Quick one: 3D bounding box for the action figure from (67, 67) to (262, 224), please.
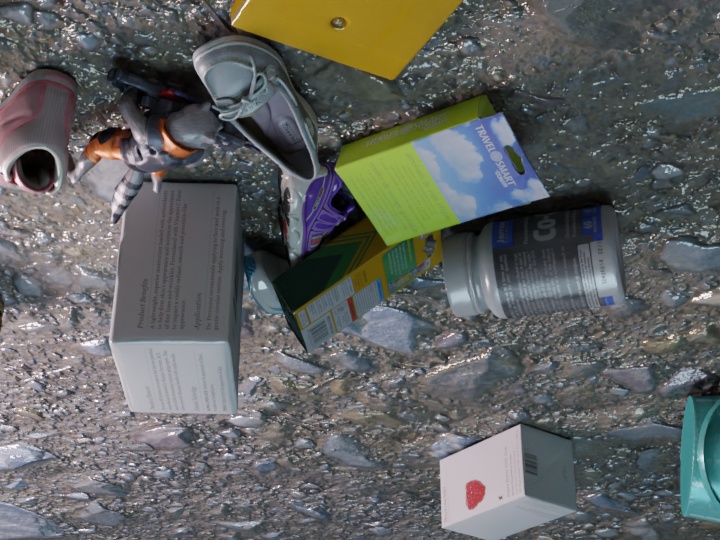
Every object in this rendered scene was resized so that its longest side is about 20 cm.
[{"bbox_3d":[-0.189,-0.117,1.387,0.198,0.106,0.193,19,155,-29],"label":"action figure"}]

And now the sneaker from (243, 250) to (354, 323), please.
[{"bbox_3d":[-0.069,0.019,1.669,0.080,0.077,0.199,-25,149,24],"label":"sneaker"}]

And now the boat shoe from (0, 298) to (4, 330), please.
[{"bbox_3d":[-0.505,0.034,1.693,0.071,0.069,0.200,-9,149,19],"label":"boat shoe"}]

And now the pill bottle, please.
[{"bbox_3d":[0.199,-0.006,1.569,0.197,0.115,0.114,-8,150,14],"label":"pill bottle"}]

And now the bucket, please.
[{"bbox_3d":[0.543,0.276,1.999,0.133,0.210,0.208,3,152,8],"label":"bucket"}]

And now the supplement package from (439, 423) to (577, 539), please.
[{"bbox_3d":[0.234,0.345,2.199,0.119,0.123,0.199,20,145,-32],"label":"supplement package"}]

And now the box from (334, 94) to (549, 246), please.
[{"bbox_3d":[0.087,-0.104,1.427,0.198,0.048,0.122,-16,127,28],"label":"box"}]

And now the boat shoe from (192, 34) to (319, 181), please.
[{"bbox_3d":[-0.094,-0.158,1.332,0.074,0.065,0.202,-24,147,11],"label":"boat shoe"}]

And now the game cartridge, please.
[{"bbox_3d":[0.002,-0.257,1.206,0.174,0.033,0.200,15,146,-25],"label":"game cartridge"}]

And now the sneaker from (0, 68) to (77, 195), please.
[{"bbox_3d":[-0.349,-0.113,1.391,0.075,0.106,0.200,15,149,-29],"label":"sneaker"}]

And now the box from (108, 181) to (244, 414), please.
[{"bbox_3d":[-0.203,0.035,1.555,0.129,0.201,0.201,2,152,-1],"label":"box"}]

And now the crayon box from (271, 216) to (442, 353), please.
[{"bbox_3d":[0.000,0.000,1.571,0.199,0.052,0.126,-34,157,-9],"label":"crayon box"}]

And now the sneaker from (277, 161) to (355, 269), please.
[{"bbox_3d":[-0.048,-0.054,1.529,0.082,0.082,0.201,-9,156,-9],"label":"sneaker"}]
